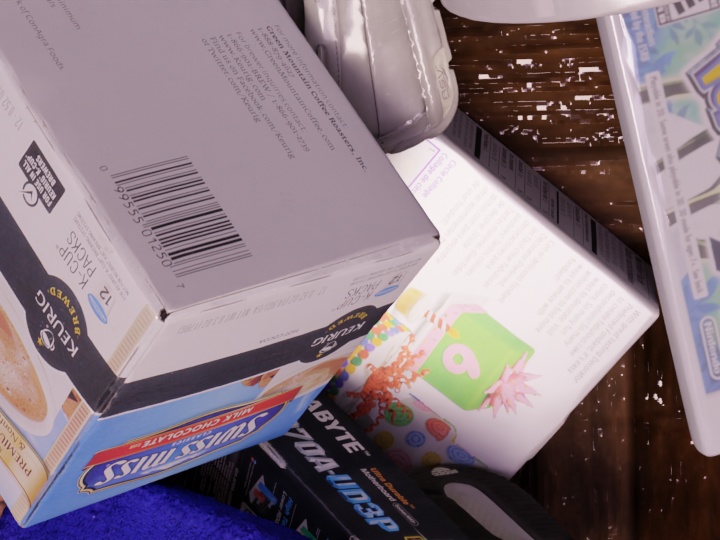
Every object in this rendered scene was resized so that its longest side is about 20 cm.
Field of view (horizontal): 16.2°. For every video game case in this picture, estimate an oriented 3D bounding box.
[{"bbox_3d":[0.197,-0.045,0.992,0.181,0.022,0.201,-17,107,-6],"label":"video game case"}]

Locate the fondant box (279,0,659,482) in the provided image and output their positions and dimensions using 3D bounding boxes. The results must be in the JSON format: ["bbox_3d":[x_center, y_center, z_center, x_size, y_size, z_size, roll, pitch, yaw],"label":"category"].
[{"bbox_3d":[0.000,0.000,1.025,0.200,0.058,0.144,39,107,-8],"label":"fondant box"}]

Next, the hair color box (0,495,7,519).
[{"bbox_3d":[-0.157,0.101,0.976,0.101,0.061,0.201,31,79,-14],"label":"hair color box"}]

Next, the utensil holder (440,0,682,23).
[{"bbox_3d":[0.081,-0.206,0.894,0.169,0.170,0.201,-11,109,7],"label":"utensil holder"}]

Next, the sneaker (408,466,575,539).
[{"bbox_3d":[0.071,0.174,0.967,0.075,0.200,0.116,-3,121,-34],"label":"sneaker"}]

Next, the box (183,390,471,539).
[{"bbox_3d":[-0.020,0.163,0.988,0.046,0.159,0.201,-10,127,-36],"label":"box"}]

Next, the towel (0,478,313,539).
[{"bbox_3d":[-0.096,0.169,0.900,0.147,0.050,0.201,19,80,22],"label":"towel"}]

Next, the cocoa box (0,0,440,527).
[{"bbox_3d":[-0.096,-0.037,0.899,0.200,0.133,0.131,56,135,19],"label":"cocoa box"}]

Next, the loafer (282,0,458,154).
[{"bbox_3d":[-0.021,-0.137,0.929,0.069,0.070,0.201,-17,98,-7],"label":"loafer"}]
